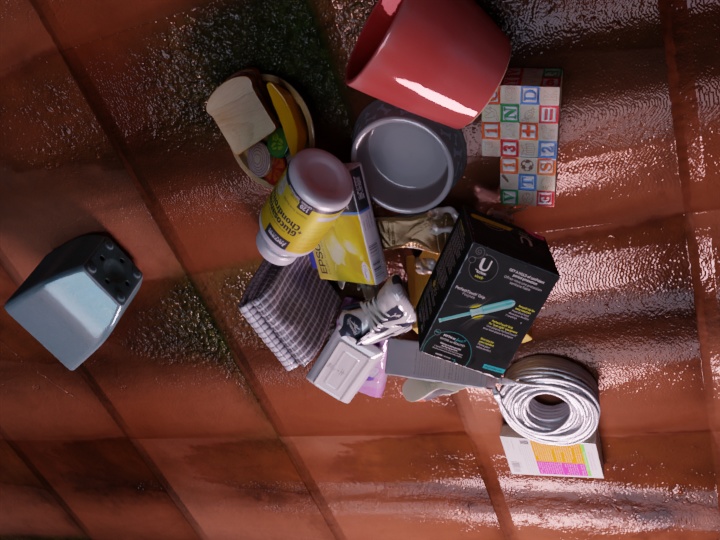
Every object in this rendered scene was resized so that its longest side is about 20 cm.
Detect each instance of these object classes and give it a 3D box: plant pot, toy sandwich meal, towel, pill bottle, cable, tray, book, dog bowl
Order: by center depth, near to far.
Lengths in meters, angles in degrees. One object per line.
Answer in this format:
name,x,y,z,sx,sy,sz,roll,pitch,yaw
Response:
plant pot,0.099,-0.303,1.050,0.174,0.204,0.201,27,134,-16
pill bottle,-0.099,-0.094,1.231,0.111,0.113,0.200,32,138,-8
dog bowl,0.072,-0.182,1.239,0.194,0.059,0.204,11,130,12
toy sandwich meal,-0.163,-0.229,1.250,0.200,0.070,0.211,13,115,28
towel,-0.122,0.056,1.418,0.084,0.202,0.167,-23,117,35
cable,0.366,0.255,1.483,0.195,0.070,0.203,-6,126,24
tray,-0.036,0.195,1.519,0.106,0.022,0.201,31,134,0
book,0.400,0.380,1.591,0.195,0.049,0.136,-3,129,25
plant pot,-0.571,0.045,1.596,0.197,0.198,0.197,-28,115,27

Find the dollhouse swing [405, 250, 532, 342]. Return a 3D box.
dollhouse swing,0.211,0.047,1.393,0.195,0.175,0.188,-8,84,27

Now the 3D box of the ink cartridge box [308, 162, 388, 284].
ink cartridge box,-0.055,-0.080,1.312,0.196,0.047,0.203,3,117,42

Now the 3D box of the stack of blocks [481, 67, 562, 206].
stack of blocks,0.243,-0.199,1.157,0.112,0.059,0.204,5,130,17

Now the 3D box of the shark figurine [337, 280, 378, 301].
shark figurine,0.015,0.015,1.398,0.126,0.089,0.220,-16,90,39

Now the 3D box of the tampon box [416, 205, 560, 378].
tampon box,0.190,0.034,1.186,0.146,0.127,0.203,19,118,-10

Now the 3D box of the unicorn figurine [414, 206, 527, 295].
unicorn figurine,0.170,-0.049,1.256,0.133,0.075,0.204,11,122,-10

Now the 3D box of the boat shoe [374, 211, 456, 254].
boat shoe,0.104,-0.072,1.316,0.194,0.069,0.073,4,106,4

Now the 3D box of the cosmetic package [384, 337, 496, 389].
cosmetic package,0.153,0.176,1.437,0.194,0.076,0.101,3,172,22

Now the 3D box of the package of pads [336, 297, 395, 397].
package of pads,0.006,0.159,1.537,0.117,0.077,0.203,15,132,6

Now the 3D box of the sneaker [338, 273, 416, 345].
sneaker,0.021,0.078,1.292,0.127,0.081,0.199,-23,169,-5

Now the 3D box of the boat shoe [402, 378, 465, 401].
boat shoe,0.174,0.216,1.532,0.198,0.073,0.062,-29,157,34
